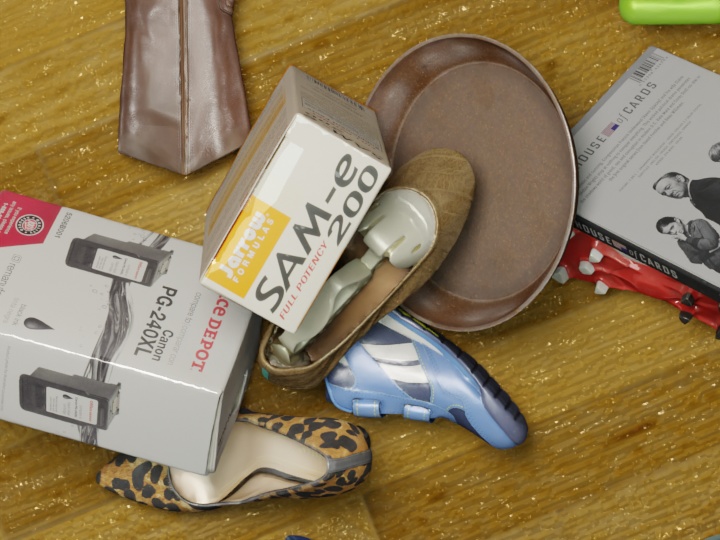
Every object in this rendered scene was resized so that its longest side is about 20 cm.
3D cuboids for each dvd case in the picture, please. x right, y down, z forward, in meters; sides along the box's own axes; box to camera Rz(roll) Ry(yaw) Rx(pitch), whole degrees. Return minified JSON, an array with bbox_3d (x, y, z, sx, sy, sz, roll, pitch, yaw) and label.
[{"bbox_3d":[0.226,-0.063,1.569,0.199,0.025,0.150,30,66,38],"label":"dvd case"}]

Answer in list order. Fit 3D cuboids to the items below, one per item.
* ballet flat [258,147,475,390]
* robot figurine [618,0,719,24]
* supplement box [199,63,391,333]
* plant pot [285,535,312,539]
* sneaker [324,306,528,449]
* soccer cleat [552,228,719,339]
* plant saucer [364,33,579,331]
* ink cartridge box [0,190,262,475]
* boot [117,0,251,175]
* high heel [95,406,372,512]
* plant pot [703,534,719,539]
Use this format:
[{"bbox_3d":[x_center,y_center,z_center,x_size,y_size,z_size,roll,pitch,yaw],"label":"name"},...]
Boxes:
[{"bbox_3d":[0.000,0.000,1.564,0.200,0.072,0.068,-46,79,9],"label":"ballet flat"},{"bbox_3d":[0.219,-0.251,1.572,0.115,0.199,0.177,6,104,37],"label":"robot figurine"},{"bbox_3d":[-0.044,-0.051,1.550,0.073,0.200,0.127,29,102,-9],"label":"supplement box"},{"bbox_3d":[-0.083,0.280,1.579,0.178,0.200,0.202,-12,90,-5],"label":"plant pot"},{"bbox_3d":[0.025,0.073,1.634,0.199,0.074,0.083,33,92,9],"label":"sneaker"},{"bbox_3d":[0.195,-0.023,1.633,0.199,0.069,0.085,23,58,15],"label":"soccer cleat"},{"bbox_3d":[0.075,-0.060,1.603,0.199,0.034,0.202,2,93,41],"label":"plant saucer"},{"bbox_3d":[-0.172,0.041,1.595,0.199,0.146,0.084,15,129,2],"label":"ink cartridge box"},{"bbox_3d":[-0.083,-0.169,1.640,0.185,0.064,0.202,-3,89,10],"label":"boot"},{"bbox_3d":[-0.090,0.130,1.600,0.198,0.143,0.072,-8,90,2],"label":"high heel"},{"bbox_3d":[0.308,0.272,1.576,0.133,0.200,0.202,-2,90,-25],"label":"plant pot"}]
